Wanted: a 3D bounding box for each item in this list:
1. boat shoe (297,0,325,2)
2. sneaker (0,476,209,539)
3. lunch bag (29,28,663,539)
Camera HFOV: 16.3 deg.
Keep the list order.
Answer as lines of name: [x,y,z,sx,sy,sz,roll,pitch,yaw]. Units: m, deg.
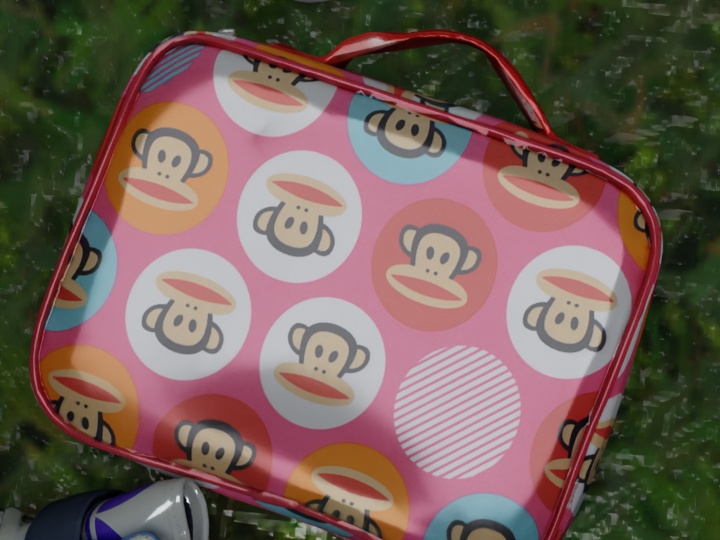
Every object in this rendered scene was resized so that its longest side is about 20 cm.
boat shoe: [0.025,-0.183,0.870,0.074,0.068,0.200,41,92,4]
sneaker: [-0.121,0.091,0.854,0.146,0.081,0.200,-40,95,23]
lunch bag: [0.000,0.000,0.862,0.199,0.082,0.177,21,90,5]
